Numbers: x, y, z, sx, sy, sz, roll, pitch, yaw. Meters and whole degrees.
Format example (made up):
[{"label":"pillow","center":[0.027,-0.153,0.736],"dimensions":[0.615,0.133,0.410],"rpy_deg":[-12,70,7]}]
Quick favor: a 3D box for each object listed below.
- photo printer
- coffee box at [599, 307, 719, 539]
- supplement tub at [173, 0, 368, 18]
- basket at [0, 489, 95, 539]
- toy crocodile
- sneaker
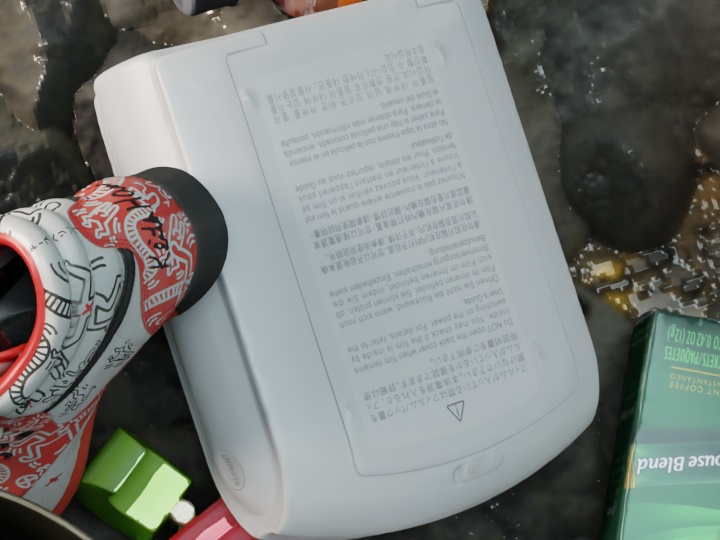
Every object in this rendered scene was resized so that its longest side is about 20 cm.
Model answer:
[{"label":"photo printer","center":[0.000,0.000,1.156],"dimensions":[0.166,0.069,0.200],"rpy_deg":[-18,88,-32]},{"label":"coffee box","center":[0.155,0.125,1.191],"dimensions":[0.123,0.044,0.200],"rpy_deg":[12,79,-5]},{"label":"supplement tub","center":[0.014,-0.163,1.192],"dimensions":[0.200,0.107,0.107],"rpy_deg":[-19,83,-11]},{"label":"basket","center":[-0.133,0.163,1.067],"dimensions":[0.180,0.200,0.136],"rpy_deg":[42,78,2]},{"label":"toy crocodile","center":[-0.032,0.140,1.155],"dimensions":[0.067,0.062,0.200],"rpy_deg":[-39,87,-12]},{"label":"sneaker","center":[-0.137,0.045,1.081],"dimensions":[0.067,0.201,0.108],"rpy_deg":[49,34,16]}]
